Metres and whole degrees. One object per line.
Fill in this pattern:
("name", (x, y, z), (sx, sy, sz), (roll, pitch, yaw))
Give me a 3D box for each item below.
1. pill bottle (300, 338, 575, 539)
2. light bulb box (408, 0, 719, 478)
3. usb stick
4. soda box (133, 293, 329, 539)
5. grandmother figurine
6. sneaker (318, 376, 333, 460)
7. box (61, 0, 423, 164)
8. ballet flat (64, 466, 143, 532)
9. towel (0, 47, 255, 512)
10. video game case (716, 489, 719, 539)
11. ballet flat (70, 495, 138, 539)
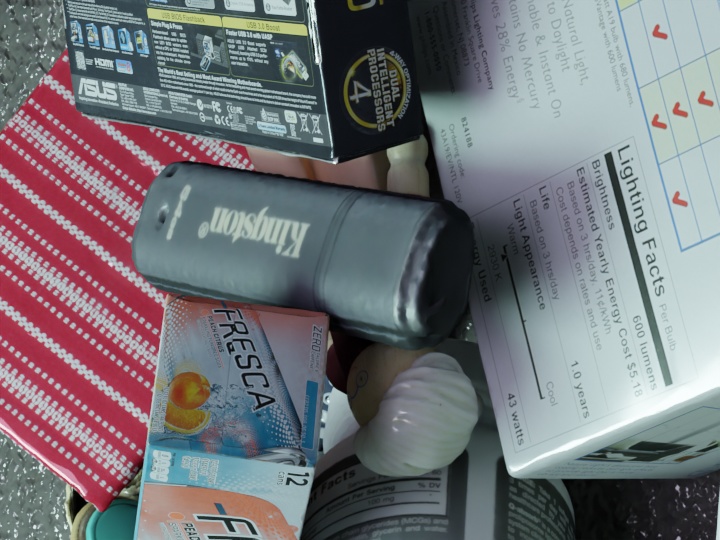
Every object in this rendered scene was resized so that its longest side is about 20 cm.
("pill bottle", (0.028, 0.131, 1.165), (0.116, 0.116, 0.201), (-38, 32, 36))
("light bulb box", (0.142, -0.043, 1.102), (0.199, 0.124, 0.199), (-25, 71, 40))
("usb stick", (-0.025, -0.008, 1.124), (0.200, 0.032, 0.056), (11, 89, 54))
("soda box", (-0.055, 0.091, 1.137), (0.200, 0.063, 0.069), (102, 174, -57))
("grandmother figurine", (0.000, 0.000, 1.159), (0.122, 0.060, 0.201), (99, 159, -46))
("sneaker", (-0.017, 0.071, 1.285), (0.200, 0.070, 0.109), (-40, 57, 43))
("box", (-0.058, -0.133, 1.146), (0.200, 0.049, 0.162), (13, 116, 56))
("ballet flat", (-0.114, 0.095, 1.334), (0.200, 0.046, 0.068), (137, 120, -70))
("towel", (-0.100, -0.017, 1.258), (0.144, 0.022, 0.200), (36, 84, 16))
("video game case", (0.173, 0.128, 1.016), (0.023, 0.200, 0.183), (6, 92, 34))
("ballet flat", (-0.054, 0.177, 1.265), (0.200, 0.069, 0.063), (41, 144, -6))
